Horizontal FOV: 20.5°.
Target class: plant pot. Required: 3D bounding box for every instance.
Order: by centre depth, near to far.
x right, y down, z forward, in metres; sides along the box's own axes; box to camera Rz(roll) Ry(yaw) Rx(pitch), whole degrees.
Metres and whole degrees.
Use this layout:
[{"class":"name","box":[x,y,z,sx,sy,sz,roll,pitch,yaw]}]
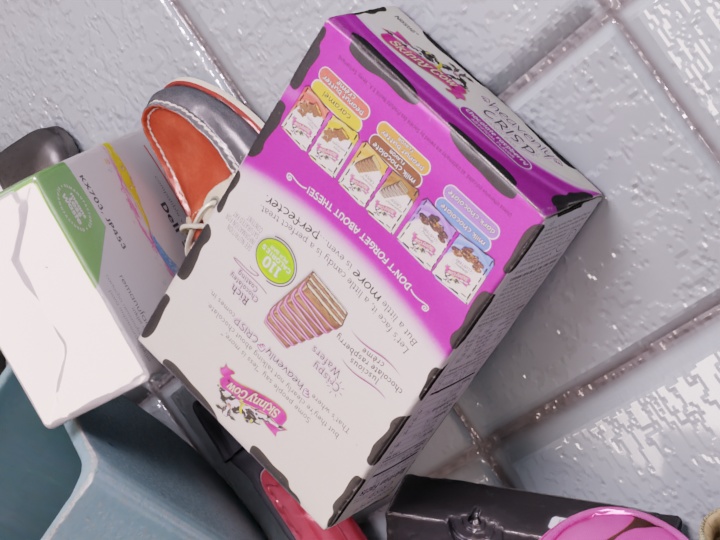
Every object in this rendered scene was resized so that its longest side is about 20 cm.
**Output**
[{"class":"plant pot","box":[-0.134,0.190,1.084,0.200,0.196,0.196,32,-174,-25]}]

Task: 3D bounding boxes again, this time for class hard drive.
[{"class":"hard drive","box":[0.089,0.195,0.986,0.140,0.038,0.200,6,124,19]}]

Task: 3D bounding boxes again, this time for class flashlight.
[{"class":"flashlight","box":[-0.016,0.140,1.088,0.068,0.068,0.200,-34,85,15]}]

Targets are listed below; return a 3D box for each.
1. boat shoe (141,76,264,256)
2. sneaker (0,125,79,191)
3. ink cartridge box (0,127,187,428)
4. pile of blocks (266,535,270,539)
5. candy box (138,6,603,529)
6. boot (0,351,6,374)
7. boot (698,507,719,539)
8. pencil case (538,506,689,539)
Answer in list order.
[{"class":"boat shoe","box":[-0.054,-0.011,1.020,0.200,0.063,0.071,54,147,7]},{"class":"sneaker","box":[-0.241,-0.014,1.182,0.200,0.088,0.074,-41,68,32]},{"class":"ink cartridge box","box":[-0.129,-0.006,1.054,0.067,0.200,0.117,-28,95,19]},{"class":"pile of blocks","box":[-0.145,0.157,1.255,0.200,0.062,0.082,7,122,47]},{"class":"candy box","box":[0.000,0.000,0.911,0.136,0.061,0.200,45,121,18]},{"class":"boot","box":[-0.201,0.091,1.243,0.200,0.073,0.182,6,95,44]},{"class":"boot","box":[0.225,0.186,0.824,0.200,0.072,0.155,19,130,51]},{"class":"pencil case","box":[0.125,0.209,0.898,0.094,0.091,0.200,11,131,33]}]
